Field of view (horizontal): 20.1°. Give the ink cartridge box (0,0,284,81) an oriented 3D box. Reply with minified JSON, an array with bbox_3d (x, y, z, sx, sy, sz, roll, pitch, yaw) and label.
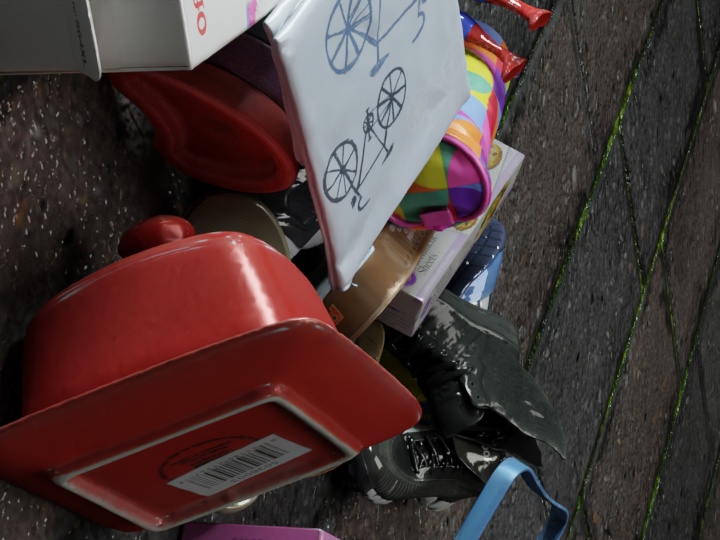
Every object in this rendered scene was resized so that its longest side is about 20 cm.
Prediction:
[{"bbox_3d":[-0.120,-0.182,1.038,0.200,0.125,0.129,-46,132,-59],"label":"ink cartridge box"}]

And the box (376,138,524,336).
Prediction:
[{"bbox_3d":[0.065,-0.030,1.503,0.200,0.041,0.039,-52,166,-45],"label":"box"}]

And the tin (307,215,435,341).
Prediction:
[{"bbox_3d":[0.000,0.000,1.372,0.042,0.112,0.200,47,28,-9],"label":"tin"}]

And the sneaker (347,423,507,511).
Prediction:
[{"bbox_3d":[0.057,0.141,1.556,0.200,0.090,0.067,24,51,-63],"label":"sneaker"}]

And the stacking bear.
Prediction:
[{"bbox_3d":[-0.041,-0.156,1.195,0.200,0.114,0.122,-61,150,-20],"label":"stacking bear"}]

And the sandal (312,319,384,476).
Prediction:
[{"bbox_3d":[-0.031,0.087,1.386,0.054,0.080,0.200,-63,-178,30],"label":"sandal"}]

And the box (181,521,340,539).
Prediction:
[{"bbox_3d":[-0.044,0.268,1.302,0.200,0.096,0.176,45,49,-64],"label":"box"}]

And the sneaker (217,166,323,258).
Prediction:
[{"bbox_3d":[-0.023,-0.082,1.324,0.200,0.075,0.114,-36,152,-61],"label":"sneaker"}]

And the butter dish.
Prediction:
[{"bbox_3d":[-0.095,0.040,1.087,0.199,0.200,0.148,45,25,-62],"label":"butter dish"}]

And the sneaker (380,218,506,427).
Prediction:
[{"bbox_3d":[0.068,0.042,1.639,0.200,0.074,0.082,-65,149,-32],"label":"sneaker"}]

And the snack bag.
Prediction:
[{"bbox_3d":[0.010,-0.118,1.166,0.189,0.021,0.200,-57,149,-34],"label":"snack bag"}]

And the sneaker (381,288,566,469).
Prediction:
[{"bbox_3d":[0.068,0.076,1.518,0.199,0.060,0.104,22,52,-33],"label":"sneaker"}]

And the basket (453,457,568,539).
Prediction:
[{"bbox_3d":[0.087,0.249,1.566,0.200,0.139,0.176,-53,152,-7],"label":"basket"}]

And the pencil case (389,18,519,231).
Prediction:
[{"bbox_3d":[0.058,-0.101,1.383,0.200,0.088,0.089,-71,154,-59],"label":"pencil case"}]

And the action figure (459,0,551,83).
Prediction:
[{"bbox_3d":[0.029,-0.203,1.374,0.052,0.200,0.066,-36,155,-59],"label":"action figure"}]

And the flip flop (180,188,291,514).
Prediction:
[{"bbox_3d":[-0.075,0.051,1.231,0.081,0.058,0.201,1,96,-26],"label":"flip flop"}]
